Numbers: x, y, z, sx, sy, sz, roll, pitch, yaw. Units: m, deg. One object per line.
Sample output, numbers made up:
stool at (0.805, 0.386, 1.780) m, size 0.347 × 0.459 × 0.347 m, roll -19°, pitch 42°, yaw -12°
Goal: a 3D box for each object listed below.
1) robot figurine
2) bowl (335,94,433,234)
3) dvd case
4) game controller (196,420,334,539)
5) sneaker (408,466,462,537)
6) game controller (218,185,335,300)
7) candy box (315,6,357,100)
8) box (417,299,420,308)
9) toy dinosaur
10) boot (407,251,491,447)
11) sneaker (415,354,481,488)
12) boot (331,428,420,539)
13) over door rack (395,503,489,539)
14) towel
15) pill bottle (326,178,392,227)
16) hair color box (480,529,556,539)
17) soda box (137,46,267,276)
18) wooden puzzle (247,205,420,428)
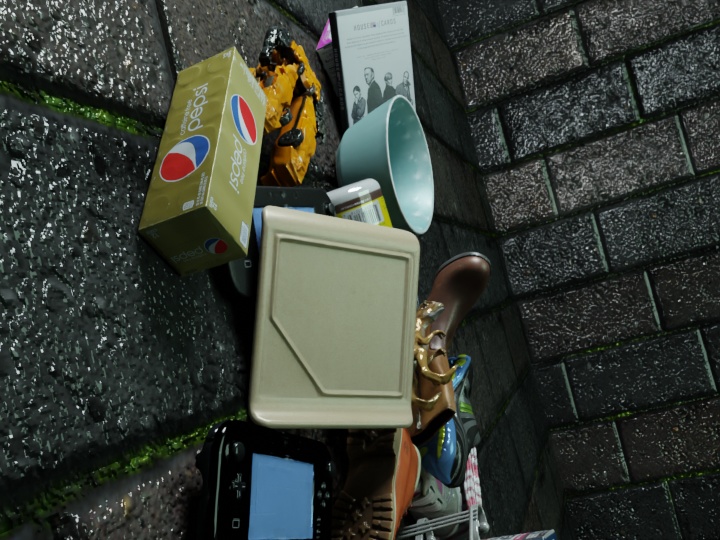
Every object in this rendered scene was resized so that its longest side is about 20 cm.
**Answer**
robot figurine at (-0.091, -0.193, 0.832) m, size 0.202 × 0.057 × 0.147 m, roll -83°, pitch 152°, yaw -48°
bowl at (0.032, -0.149, 1.067) m, size 0.200 × 0.103 × 0.206 m, roll -8°, pitch 90°, yaw -66°
dvd case at (0.024, -0.310, 1.125) m, size 0.148 × 0.024 × 0.205 m, roll -22°, pitch 115°, yaw -35°
game controller at (-0.071, 0.188, 0.586) m, size 0.200 × 0.041 × 0.107 m, roll 39°, pitch 39°, yaw -60°
sneaker at (0.068, 0.273, 0.915) m, size 0.203 × 0.080 × 0.089 m, roll 61°, pitch 23°, yaw -16°
game controller at (-0.078, -0.031, 0.719) m, size 0.199 × 0.041 × 0.107 m, roll -10°, pitch 83°, yaw -60°
candy box at (0.000, -0.319, 1.203) m, size 0.138 × 0.060 × 0.202 m, roll -78°, pitch 149°, yaw -51°
box at (0.057, 0.088, 1.065) m, size 0.161 × 0.048 × 0.205 m, roll 36°, pitch 42°, yaw -64°
toy dinosaur at (0.044, 0.109, 0.789) m, size 0.199 × 0.105 × 0.061 m, roll -38°, pitch 156°, yaw -45°
boot at (0.097, 0.094, 0.868) m, size 0.068 × 0.188 × 0.202 m, roll 35°, pitch 32°, yaw -19°
sneaker at (0.114, 0.189, 0.914) m, size 0.083 × 0.069 × 0.202 m, roll 57°, pitch 29°, yaw -28°
boot at (0.023, 0.252, 0.752) m, size 0.108 × 0.073 × 0.203 m, roll 57°, pitch 37°, yaw -43°
over door rack at (0.058, 0.331, 0.718) m, size 0.068 × 0.145 × 0.200 m, roll 63°, pitch 20°, yaw -12°
towel at (0.127, 0.292, 1.035) m, size 0.147 × 0.029 × 0.204 m, roll 115°, pitch -22°, yaw -51°
pill bottle at (0.000, 0.000, 0.868) m, size 0.109 × 0.107 × 0.205 m, roll -39°, pitch 112°, yaw -70°
hair color box at (0.130, 0.349, 0.829) m, size 0.100 × 0.196 × 0.062 m, roll 33°, pitch 44°, yaw -63°
soda box at (-0.131, -0.100, 0.619) m, size 0.064 × 0.066 × 0.203 m, roll 54°, pitch 27°, yaw -45°
wooden puzzle at (-0.023, 0.049, 0.697) m, size 0.181 × 0.037 × 0.206 m, roll 8°, pitch 79°, yaw -33°
